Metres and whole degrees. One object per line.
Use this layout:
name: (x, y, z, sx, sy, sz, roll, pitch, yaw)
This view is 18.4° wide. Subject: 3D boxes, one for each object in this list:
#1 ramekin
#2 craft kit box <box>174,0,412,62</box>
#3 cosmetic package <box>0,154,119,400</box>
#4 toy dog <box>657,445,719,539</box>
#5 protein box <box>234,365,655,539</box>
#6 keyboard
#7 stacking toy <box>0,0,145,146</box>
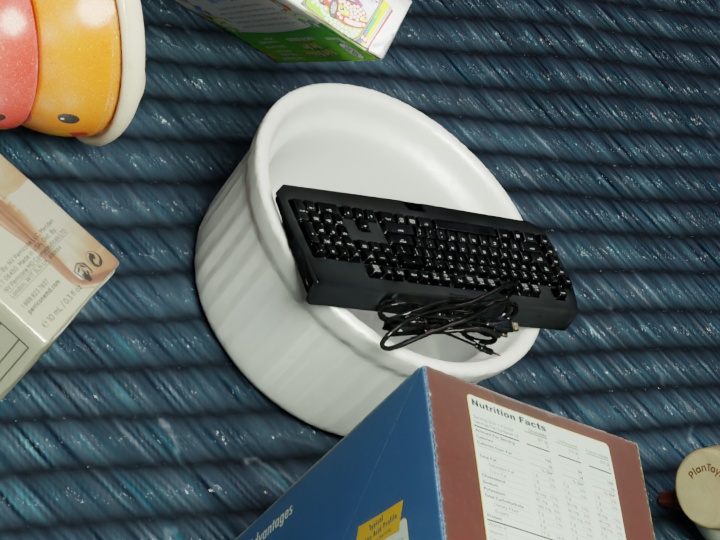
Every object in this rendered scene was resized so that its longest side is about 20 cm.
ramekin: (0.000, 0.000, 1.285, 0.200, 0.098, 0.201, 24, 42, -24)
craft kit box: (-0.090, -0.188, 1.317, 0.197, 0.200, 0.049, 33, 84, -19)
cosmetic package: (-0.232, -0.023, 1.089, 0.200, 0.103, 0.087, 43, 36, -5)
toy dog: (0.238, 0.190, 1.361, 0.131, 0.096, 0.201, 15, 61, -37)
protein box: (0.036, 0.193, 1.057, 0.134, 0.199, 0.201, 21, 43, -28)
keyboard: (0.051, -0.004, 1.224, 0.199, 0.040, 0.105, 5, 52, -38)
stacking toy: (-0.228, -0.126, 1.197, 0.199, 0.146, 0.147, -13, 63, -27)
